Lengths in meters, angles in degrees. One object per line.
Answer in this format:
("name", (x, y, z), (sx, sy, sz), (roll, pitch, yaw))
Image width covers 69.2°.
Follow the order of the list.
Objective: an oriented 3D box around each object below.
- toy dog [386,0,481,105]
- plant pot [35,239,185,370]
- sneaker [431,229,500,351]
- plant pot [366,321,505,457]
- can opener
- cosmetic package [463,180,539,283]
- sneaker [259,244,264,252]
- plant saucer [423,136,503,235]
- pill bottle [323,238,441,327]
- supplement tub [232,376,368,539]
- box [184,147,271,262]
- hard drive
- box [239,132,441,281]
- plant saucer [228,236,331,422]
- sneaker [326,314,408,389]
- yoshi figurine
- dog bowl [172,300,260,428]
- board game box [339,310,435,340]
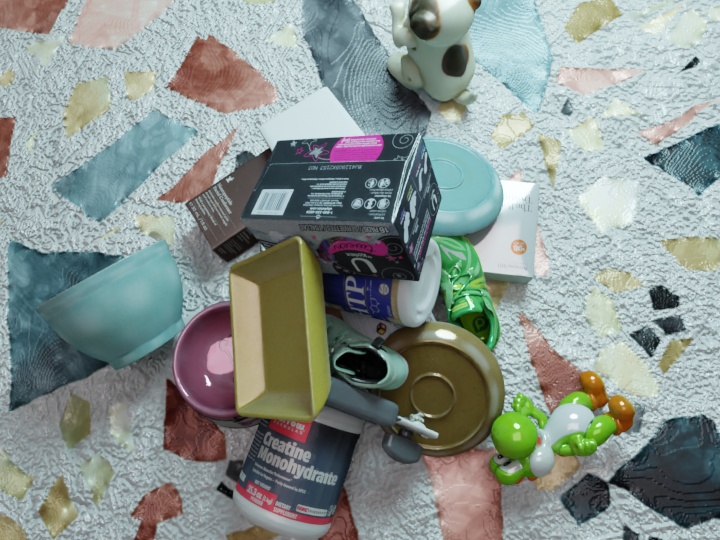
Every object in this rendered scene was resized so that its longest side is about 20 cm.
("toy dog", (0.119, -0.368, 0.827), (0.138, 0.200, 0.196), (-22, 74, 0))
("plant pot", (-0.349, 0.061, 0.784), (0.199, 0.200, 0.135), (-30, 101, -2))
("sneaker", (0.150, 0.029, 0.747), (0.074, 0.084, 0.201), (-27, 97, 16))
("plant pot", (0.102, 0.173, 0.734), (0.198, 0.027, 0.203), (2, 99, 13))
("can opener", (0.021, 0.192, 0.670), (0.199, 0.052, 0.067), (34, 63, -27))
("cosmetic package", (0.172, -0.068, 0.820), (0.198, 0.052, 0.153), (6, 79, 8))
("sneaker", (-0.092, 0.026, 0.813), (0.079, 0.078, 0.202), (-23, 74, -10))
("plant saucer", (0.120, -0.137, 0.779), (0.198, 0.028, 0.202), (4, 54, -5))
("pill bottle", (0.000, 0.000, 0.721), (0.198, 0.120, 0.121), (11, 76, 29))
("supplement tub", (-0.078, 0.241, 0.718), (0.139, 0.140, 0.202), (17, 78, 10))
("box", (-0.172, -0.114, 0.858), (0.199, 0.075, 0.101), (-35, 73, -6))
("hard drive", (-0.061, -0.185, 0.797), (0.131, 0.027, 0.201), (-32, 60, -2))
("box", (-0.018, -0.074, 0.630), (0.198, 0.115, 0.133), (4, 59, 27))
("plant saucer", (-0.098, 0.077, 0.645), (0.048, 0.199, 0.202), (0, 80, -37))
("sneaker", (-0.037, 0.098, 0.686), (0.198, 0.118, 0.074), (18, 82, 17))
("yoshi figurine", (0.257, 0.209, 0.703), (0.199, 0.113, 0.113), (-29, 74, -6))
("dog bowl", (-0.192, 0.136, 0.793), (0.198, 0.074, 0.203), (-2, 75, 6))
("board game box", (0.019, 0.025, 0.797), (0.126, 0.035, 0.202), (-31, 73, 22))
